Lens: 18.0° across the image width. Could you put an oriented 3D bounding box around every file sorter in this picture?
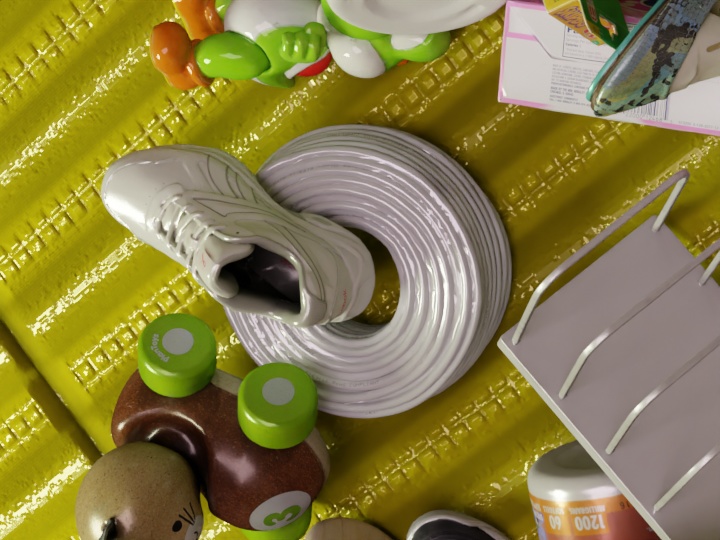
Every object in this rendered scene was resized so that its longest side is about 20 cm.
[{"bbox_3d":[0.207,0.062,1.403,0.139,0.125,0.200,-37,79,-16],"label":"file sorter"}]

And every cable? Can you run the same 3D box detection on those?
[{"bbox_3d":[0.000,0.000,1.551,0.200,0.069,0.201,-35,89,27],"label":"cable"}]

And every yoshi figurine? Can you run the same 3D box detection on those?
[{"bbox_3d":[-0.039,-0.174,1.501,0.199,0.112,0.113,0,98,20],"label":"yoshi figurine"}]

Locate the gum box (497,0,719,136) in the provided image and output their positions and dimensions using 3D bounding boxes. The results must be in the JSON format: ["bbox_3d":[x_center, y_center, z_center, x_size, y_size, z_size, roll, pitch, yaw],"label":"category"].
[{"bbox_3d":[0.187,-0.133,1.411,0.199,0.113,0.067,11,108,19],"label":"gum box"}]

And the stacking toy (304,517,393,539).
[{"bbox_3d":[-0.038,0.275,1.647,0.085,0.085,0.201,35,121,10],"label":"stacking toy"}]

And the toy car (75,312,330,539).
[{"bbox_3d":[-0.128,0.164,1.548,0.157,0.200,0.165,25,146,15],"label":"toy car"}]

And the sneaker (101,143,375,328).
[{"bbox_3d":[-0.091,-0.023,1.489,0.199,0.099,0.078,24,110,16],"label":"sneaker"}]

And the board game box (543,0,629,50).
[{"bbox_3d":[0.109,-0.219,1.330,0.030,0.095,0.201,-24,74,20],"label":"board game box"}]

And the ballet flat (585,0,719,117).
[{"bbox_3d":[0.210,-0.155,1.308,0.074,0.074,0.200,35,78,10],"label":"ballet flat"}]

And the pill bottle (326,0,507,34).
[{"bbox_3d":[0.030,-0.259,1.406,0.119,0.120,0.201,-14,68,25],"label":"pill bottle"}]

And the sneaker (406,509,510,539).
[{"bbox_3d":[0.097,0.255,1.551,0.075,0.114,0.201,-36,91,11],"label":"sneaker"}]

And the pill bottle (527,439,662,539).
[{"bbox_3d":[0.183,0.215,1.510,0.111,0.112,0.201,-9,100,24],"label":"pill bottle"}]
